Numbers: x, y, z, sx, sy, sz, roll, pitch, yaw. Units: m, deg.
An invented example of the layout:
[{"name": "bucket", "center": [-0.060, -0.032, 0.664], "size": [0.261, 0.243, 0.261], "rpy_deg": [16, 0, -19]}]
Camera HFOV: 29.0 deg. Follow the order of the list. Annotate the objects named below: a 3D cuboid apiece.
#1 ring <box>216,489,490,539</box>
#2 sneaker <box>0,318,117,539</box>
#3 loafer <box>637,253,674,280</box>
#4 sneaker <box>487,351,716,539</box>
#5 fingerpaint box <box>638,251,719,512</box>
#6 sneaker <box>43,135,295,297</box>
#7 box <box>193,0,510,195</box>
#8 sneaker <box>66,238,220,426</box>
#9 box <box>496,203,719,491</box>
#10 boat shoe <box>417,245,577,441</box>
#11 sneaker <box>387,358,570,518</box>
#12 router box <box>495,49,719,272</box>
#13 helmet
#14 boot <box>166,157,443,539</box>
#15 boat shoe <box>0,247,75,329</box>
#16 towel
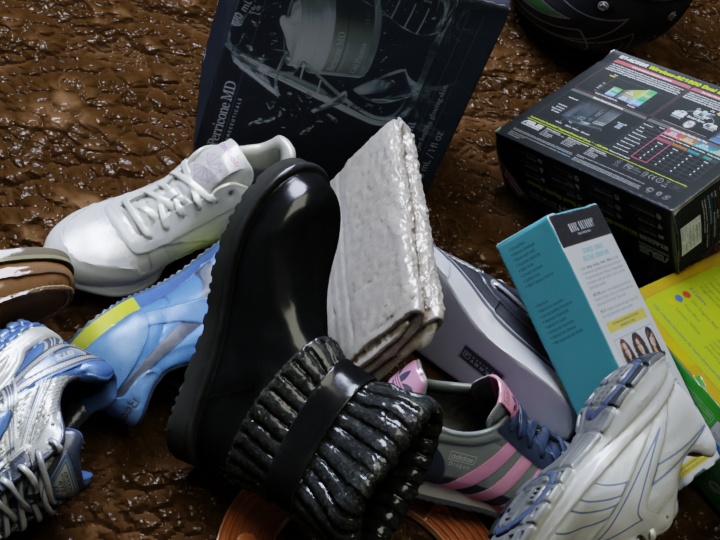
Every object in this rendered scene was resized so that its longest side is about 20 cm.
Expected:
[{"name": "ring", "center": [0.007, 0.190, 0.850], "size": [0.198, 0.019, 0.202], "rpy_deg": [13, 43, -12]}, {"name": "sneaker", "center": [-0.198, 0.110, 0.780], "size": [0.084, 0.078, 0.201], "rpy_deg": [15, 47, 10]}, {"name": "loafer", "center": [0.279, -0.057, 1.176], "size": [0.070, 0.069, 0.201], "rpy_deg": [19, 39, 8]}, {"name": "sneaker", "center": [0.149, 0.144, 0.860], "size": [0.087, 0.074, 0.200], "rpy_deg": [44, 74, -3]}, {"name": "fingerpaint box", "center": [0.295, 0.090, 1.036], "size": [0.166, 0.074, 0.201], "rpy_deg": [-21, 61, -36]}, {"name": "sneaker", "center": [-0.129, -0.048, 0.966], "size": [0.198, 0.100, 0.075], "rpy_deg": [-21, 60, -36]}, {"name": "box", "center": [-0.012, -0.182, 1.074], "size": [0.194, 0.201, 0.125], "rpy_deg": [12, 44, -12]}, {"name": "sneaker", "center": [-0.104, 0.036, 0.926], "size": [0.079, 0.066, 0.200], "rpy_deg": [46, 47, 8]}, {"name": "box", "center": [0.172, 0.057, 0.964], "size": [0.082, 0.049, 0.202], "rpy_deg": [-14, 76, -55]}, {"name": "boat shoe", "center": [0.088, 0.036, 0.999], "size": [0.200, 0.072, 0.068], "rpy_deg": [41, 42, 10]}, {"name": "sneaker", "center": [0.093, 0.111, 0.904], "size": [0.198, 0.083, 0.071], "rpy_deg": [13, 33, -29]}, {"name": "router box", "center": [0.228, -0.094, 1.115], "size": [0.149, 0.063, 0.199], "rpy_deg": [-34, 41, -22]}, {"name": "helmet", "center": [0.224, -0.303, 1.308], "size": [0.197, 0.193, 0.200], "rpy_deg": [-5, 17, 2]}, {"name": "boot", "center": [-0.017, 0.050, 0.834], "size": [0.157, 0.214, 0.079], "rpy_deg": [18, 2, 35]}, {"name": "boat shoe", "center": [-0.260, 0.045, 0.845], "size": [0.198, 0.072, 0.068], "rpy_deg": [-19, 61, -26]}, {"name": "towel", "center": [0.000, 0.000, 0.949], "size": [0.034, 0.132, 0.202], "rpy_deg": [28, 37, -29]}]
